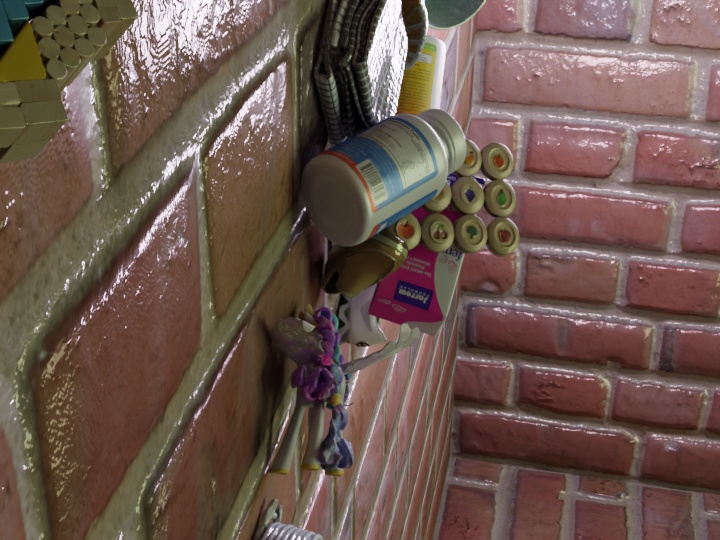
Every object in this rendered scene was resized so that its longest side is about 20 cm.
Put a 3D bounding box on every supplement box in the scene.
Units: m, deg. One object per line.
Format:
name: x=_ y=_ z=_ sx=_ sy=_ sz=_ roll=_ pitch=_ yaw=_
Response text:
supplement box: x=0.088 y=-0.030 z=1.501 sx=0.103 sy=0.100 sz=0.203 roll=108 pitch=-1 yaw=-73

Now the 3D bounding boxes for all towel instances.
towel: x=0.007 y=-0.273 z=1.389 sx=0.166 sy=0.084 sz=0.203 roll=77 pitch=22 yaw=-61

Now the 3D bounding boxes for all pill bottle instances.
pill bottle: x=0.062 y=-0.240 z=1.654 sx=0.111 sy=0.109 sz=0.204 roll=26 pitch=71 yaw=-80
pill bottle: x=0.034 y=-0.118 z=1.329 sx=0.199 sy=0.111 sz=0.114 roll=-31 pitch=134 yaw=-38

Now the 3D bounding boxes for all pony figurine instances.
pony figurine: x=-0.041 y=0.123 z=1.255 sx=0.193 sy=0.164 sz=0.204 roll=154 pitch=-56 yaw=-63

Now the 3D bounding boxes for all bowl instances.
bowl: x=0.111 y=-0.482 z=1.731 sx=0.198 sy=0.107 sz=0.203 roll=-21 pitch=126 yaw=-33

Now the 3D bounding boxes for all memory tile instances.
memory tile: x=0.117 y=-0.098 z=1.448 sx=0.017 sy=0.197 sz=0.156 roll=158 pitch=-68 yaw=-63

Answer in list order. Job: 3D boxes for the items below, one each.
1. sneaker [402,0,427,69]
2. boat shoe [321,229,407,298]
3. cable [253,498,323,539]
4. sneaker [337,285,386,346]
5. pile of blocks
sneaker: x=0.062 y=-0.379 z=1.544 sx=0.088 sy=0.074 sz=0.203 roll=-68 pitch=162 yaw=-60
boat shoe: x=0.000 y=0.000 z=1.405 sx=0.077 sy=0.071 sz=0.200 roll=-61 pitch=-170 yaw=-16
cable: x=-0.091 y=0.390 z=1.269 sx=0.201 sy=0.068 sz=0.203 roll=-70 pitch=163 yaw=-55
sneaker: x=0.020 y=0.014 z=1.646 sx=0.074 sy=0.087 sz=0.204 roll=56 pitch=40 yaw=-73
pile of blocks: x=-0.165 y=-0.134 z=0.593 sx=0.062 sy=0.082 sz=0.202 roll=-30 pitch=-153 yaw=46
